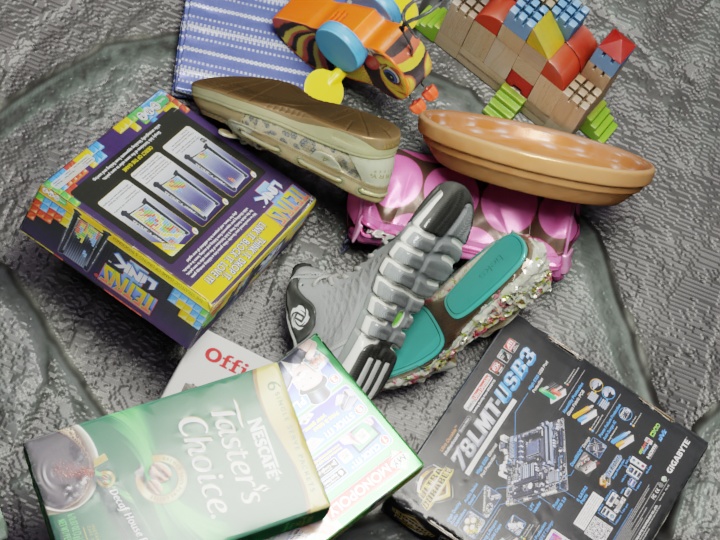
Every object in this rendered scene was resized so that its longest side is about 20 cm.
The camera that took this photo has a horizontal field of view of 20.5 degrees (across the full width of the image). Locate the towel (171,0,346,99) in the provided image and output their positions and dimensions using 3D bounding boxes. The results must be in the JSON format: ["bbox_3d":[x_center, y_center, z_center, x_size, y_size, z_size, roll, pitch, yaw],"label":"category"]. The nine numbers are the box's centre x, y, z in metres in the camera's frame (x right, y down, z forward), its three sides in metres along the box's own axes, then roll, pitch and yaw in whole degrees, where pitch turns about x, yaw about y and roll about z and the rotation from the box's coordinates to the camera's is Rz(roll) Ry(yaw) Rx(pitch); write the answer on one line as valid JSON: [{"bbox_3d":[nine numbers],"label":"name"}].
[{"bbox_3d":[-0.085,-0.229,1.757,0.145,0.024,0.200,10,69,-9],"label":"towel"}]

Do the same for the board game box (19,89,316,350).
[{"bbox_3d":[-0.150,-0.045,1.601,0.165,0.057,0.200,36,36,4],"label":"board game box"}]

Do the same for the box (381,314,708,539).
[{"bbox_3d":[0.152,0.167,1.626,0.198,0.050,0.200,33,65,5],"label":"box"}]

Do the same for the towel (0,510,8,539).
[{"bbox_3d":[-0.387,0.168,1.536,0.200,0.023,0.153,-15,71,-16],"label":"towel"}]

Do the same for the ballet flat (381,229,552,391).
[{"bbox_3d":[0.077,0.046,1.632,0.200,0.064,0.076,-35,47,13],"label":"ballet flat"}]

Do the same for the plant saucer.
[{"bbox_3d":[0.142,-0.092,1.648,0.200,0.200,0.037,12,101,-6],"label":"plant saucer"}]

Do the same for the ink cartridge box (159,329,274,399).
[{"bbox_3d":[-0.110,0.166,1.557,0.147,0.083,0.200,26,67,1],"label":"ink cartridge box"}]

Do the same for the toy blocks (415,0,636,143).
[{"bbox_3d":[0.150,-0.199,1.723,0.200,0.137,0.100,40,67,6],"label":"toy blocks"}]

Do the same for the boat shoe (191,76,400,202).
[{"bbox_3d":[-0.060,-0.112,1.636,0.200,0.063,0.073,23,27,32],"label":"boat shoe"}]

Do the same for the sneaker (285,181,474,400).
[{"bbox_3d":[0.000,0.000,1.609,0.115,0.075,0.200,30,88,34],"label":"sneaker"}]

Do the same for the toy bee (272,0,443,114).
[{"bbox_3d":[0.011,-0.176,1.674,0.131,0.200,0.109,-36,119,-5],"label":"toy bee"}]

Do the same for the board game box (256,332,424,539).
[{"bbox_3d":[-0.070,0.157,1.506,0.200,0.029,0.135,-36,79,-20],"label":"board game box"}]

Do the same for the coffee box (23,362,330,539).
[{"bbox_3d":[-0.134,0.153,1.458,0.200,0.044,0.123,-15,72,-14],"label":"coffee box"}]

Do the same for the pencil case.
[{"bbox_3d":[0.087,-0.043,1.678,0.200,0.091,0.094,8,32,-6],"label":"pencil case"}]
